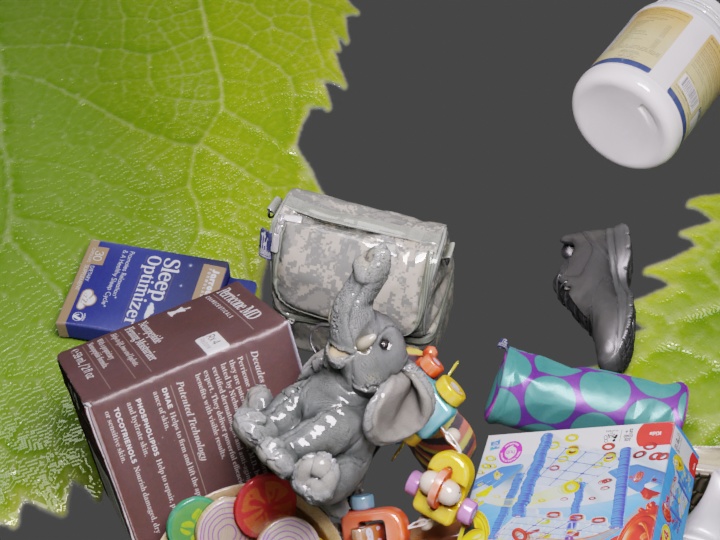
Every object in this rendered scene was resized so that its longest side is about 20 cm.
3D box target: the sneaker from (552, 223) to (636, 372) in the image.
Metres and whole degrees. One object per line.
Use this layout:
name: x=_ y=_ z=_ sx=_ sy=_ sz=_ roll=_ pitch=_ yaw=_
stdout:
sneaker: x=0.256 y=0.033 z=1.413 sx=0.089 sy=0.077 sz=0.202 roll=-2 pitch=43 yaw=9

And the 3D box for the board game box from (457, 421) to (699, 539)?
board game box: x=0.183 y=0.236 z=1.145 sx=0.198 sy=0.056 sz=0.197 roll=-11 pitch=42 yaw=36

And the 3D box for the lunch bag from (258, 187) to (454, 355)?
lunch bag: x=0.000 y=0.000 z=1.368 sx=0.197 sy=0.169 sz=0.140 roll=13 pitch=52 yaw=11

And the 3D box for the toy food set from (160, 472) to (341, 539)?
toy food set: x=-0.099 y=0.284 z=1.152 sx=0.199 sy=0.049 sz=0.199 roll=35 pitch=81 yaw=-15

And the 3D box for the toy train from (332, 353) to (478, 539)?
toy train: x=0.030 y=0.176 z=1.184 sx=0.148 sy=0.056 sz=0.203 roll=-4 pitch=88 yaw=21

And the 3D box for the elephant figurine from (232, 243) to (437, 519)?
elephant figurine: x=-0.004 y=0.100 z=1.119 sx=0.141 sy=0.155 sz=0.200 roll=41 pitch=84 yaw=2

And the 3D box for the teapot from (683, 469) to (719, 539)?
teapot: x=0.280 y=0.309 z=1.138 sx=0.195 sy=0.147 sz=0.201 roll=-16 pitch=54 yaw=-12

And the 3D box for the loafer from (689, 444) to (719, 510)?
loafer: x=0.386 y=0.195 z=1.279 sx=0.197 sy=0.076 sz=0.069 roll=5 pitch=49 yaw=-8

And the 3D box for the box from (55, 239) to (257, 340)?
box: x=-0.222 y=0.034 z=1.430 sx=0.197 sy=0.033 sz=0.122 roll=10 pitch=52 yaw=6

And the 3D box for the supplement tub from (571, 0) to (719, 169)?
supplement tub: x=0.362 y=-0.235 z=1.570 sx=0.143 sy=0.145 sz=0.200 roll=29 pitch=57 yaw=21

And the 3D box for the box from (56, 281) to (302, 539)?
box: x=-0.160 y=0.136 z=1.227 sx=0.198 sy=0.166 sz=0.166 roll=-22 pitch=20 yaw=-17

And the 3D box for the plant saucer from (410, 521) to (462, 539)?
plant saucer: x=0.098 y=0.313 z=1.204 sx=0.197 sy=0.038 sz=0.202 roll=0 pitch=52 yaw=0

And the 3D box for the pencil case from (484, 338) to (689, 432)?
pencil case: x=0.229 y=0.134 z=1.315 sx=0.197 sy=0.086 sz=0.093 roll=12 pitch=28 yaw=9

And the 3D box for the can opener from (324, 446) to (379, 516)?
can opener: x=0.000 y=0.167 z=1.303 sx=0.078 sy=0.064 sz=0.200 roll=27 pitch=57 yaw=20

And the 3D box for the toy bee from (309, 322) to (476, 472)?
toy bee: x=0.049 y=0.124 z=1.253 sx=0.199 sy=0.108 sz=0.132 roll=31 pitch=53 yaw=-22
